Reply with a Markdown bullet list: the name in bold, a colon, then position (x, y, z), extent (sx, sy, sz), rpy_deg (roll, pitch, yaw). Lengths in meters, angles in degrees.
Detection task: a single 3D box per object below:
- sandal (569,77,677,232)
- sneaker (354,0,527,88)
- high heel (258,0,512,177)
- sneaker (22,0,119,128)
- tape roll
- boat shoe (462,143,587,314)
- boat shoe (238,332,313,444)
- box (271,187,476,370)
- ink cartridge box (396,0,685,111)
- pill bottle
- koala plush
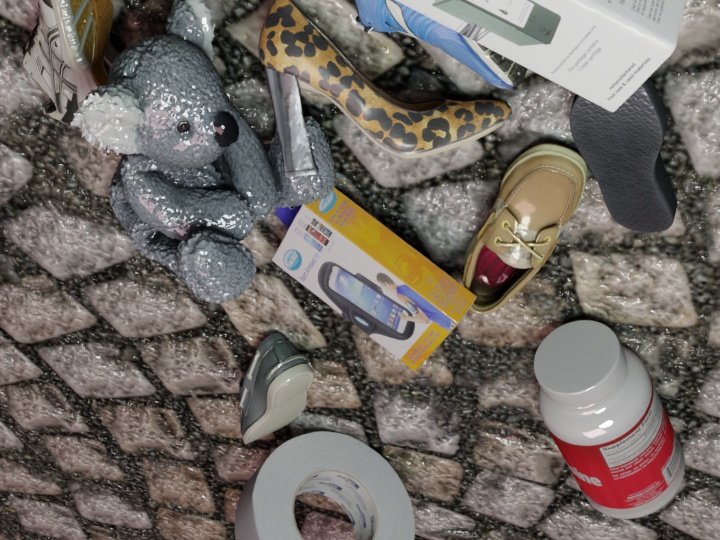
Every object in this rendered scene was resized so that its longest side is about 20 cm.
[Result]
- **sandal**: position (0.214, -0.102, 1.133), extent (0.075, 0.043, 0.201), rpy_deg (10, 153, 22)
- **sneaker**: position (0.047, -0.206, 1.044), extent (0.199, 0.079, 0.089), rpy_deg (40, 149, -17)
- **high heel**: position (0.020, -0.161, 1.127), extent (0.197, 0.071, 0.145), rpy_deg (-11, 100, -7)
- **sneaker**: position (-0.250, -0.190, 1.171), extent (0.086, 0.076, 0.202), rpy_deg (11, 140, 16)
- **tape roll**: position (-0.039, 0.286, 1.586), extent (0.198, 0.202, 0.066), rpy_deg (25, 142, -11)
- **boat shoe**: position (0.141, -0.029, 1.224), extent (0.073, 0.067, 0.201), rpy_deg (19, 143, -3)
- **boat shoe**: position (-0.100, 0.131, 1.548), extent (0.062, 0.072, 0.200), rpy_deg (58, 154, 17)
- **box**: position (0.000, 0.000, 1.296), extent (0.199, 0.042, 0.119), rpy_deg (36, 149, 0)
- **ink cartridge box**: position (0.115, -0.221, 0.924), extent (0.198, 0.147, 0.084), rpy_deg (25, 150, -10)
- **pill bottle**: position (0.239, 0.143, 1.367), extent (0.111, 0.113, 0.201), rpy_deg (-6, 137, 27)
- **koala plush**: position (-0.149, -0.112, 1.155), extent (0.182, 0.178, 0.201), rpy_deg (25, 154, 32)
